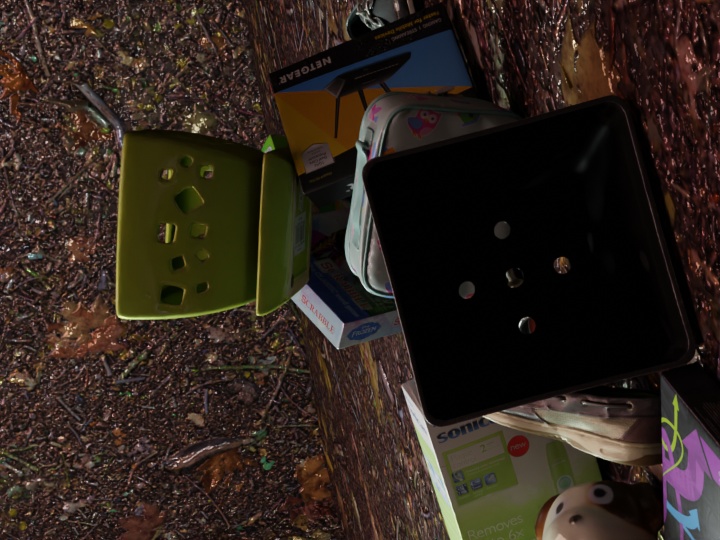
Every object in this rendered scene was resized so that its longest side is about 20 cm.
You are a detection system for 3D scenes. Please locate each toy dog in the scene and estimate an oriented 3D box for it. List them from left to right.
[{"bbox_3d":[0.214,0.272,1.077,0.139,0.194,0.201,-16,86,40],"label":"toy dog"}]

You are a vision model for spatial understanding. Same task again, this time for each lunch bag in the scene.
[{"bbox_3d":[0.067,-0.073,1.241,0.077,0.160,0.201,-121,37,-67],"label":"lunch bag"}]

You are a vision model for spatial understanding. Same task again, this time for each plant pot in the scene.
[{"bbox_3d":[-0.149,-0.049,1.430,0.200,0.181,0.200,-47,-40,-81],"label":"plant pot"},{"bbox_3d":[0.125,0.001,1.024,0.177,0.199,0.201,50,-155,-83],"label":"plant pot"}]

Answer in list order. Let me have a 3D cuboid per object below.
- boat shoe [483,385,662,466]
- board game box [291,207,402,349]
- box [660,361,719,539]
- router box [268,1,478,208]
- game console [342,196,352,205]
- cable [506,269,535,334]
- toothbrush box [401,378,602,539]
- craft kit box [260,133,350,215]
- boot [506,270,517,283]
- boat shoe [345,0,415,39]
[{"bbox_3d":[0.170,0.105,1.083,0.200,0.072,0.066,16,103,43],"label":"boat shoe"},{"bbox_3d":[0.000,0.000,1.581,0.200,0.199,0.041,45,133,36],"label":"board game box"},{"bbox_3d":[0.256,0.186,0.923,0.143,0.036,0.201,-118,15,-60],"label":"box"},{"bbox_3d":[0.019,-0.170,1.359,0.051,0.199,0.150,46,-156,-66],"label":"router box"},{"bbox_3d":[0.045,-0.105,1.538,0.200,0.116,0.177,26,-112,-48],"label":"game console"},{"bbox_3d":[0.182,0.090,1.303,0.097,0.050,0.201,4,125,50],"label":"cable"},{"bbox_3d":[0.141,0.181,1.231,0.086,0.145,0.201,-129,21,-71],"label":"toothbrush box"},{"bbox_3d":[-0.019,-0.090,1.764,0.049,0.199,0.198,-60,38,36],"label":"craft kit box"},{"bbox_3d":[0.125,-0.027,1.366,0.200,0.077,0.138,66,172,-23],"label":"boot"},{"bbox_3d":[0.025,-0.303,1.581,0.200,0.062,0.073,-157,54,-80],"label":"boat shoe"}]
